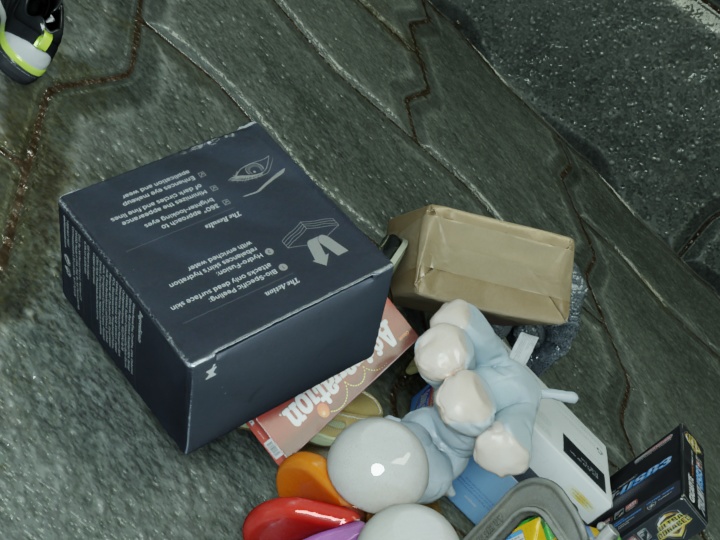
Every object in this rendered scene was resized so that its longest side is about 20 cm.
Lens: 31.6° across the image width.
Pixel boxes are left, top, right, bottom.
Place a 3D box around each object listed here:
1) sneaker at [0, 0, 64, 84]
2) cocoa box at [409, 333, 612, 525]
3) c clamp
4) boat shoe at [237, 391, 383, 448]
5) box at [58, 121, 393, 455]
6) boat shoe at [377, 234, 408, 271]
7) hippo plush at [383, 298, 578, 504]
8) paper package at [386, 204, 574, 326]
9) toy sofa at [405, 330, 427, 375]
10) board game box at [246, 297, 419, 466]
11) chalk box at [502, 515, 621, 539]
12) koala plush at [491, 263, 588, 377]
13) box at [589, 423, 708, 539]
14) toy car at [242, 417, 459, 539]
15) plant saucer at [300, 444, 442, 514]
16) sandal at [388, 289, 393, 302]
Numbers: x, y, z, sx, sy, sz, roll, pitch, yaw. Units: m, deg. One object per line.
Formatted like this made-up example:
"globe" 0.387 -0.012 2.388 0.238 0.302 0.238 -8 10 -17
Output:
"sneaker" -0.326 -0.265 1.299 0.071 0.083 0.201 33 26 -36
"cocoa box" 0.160 0.197 1.392 0.200 0.131 0.134 45 20 -10
"c clamp" 0.147 0.276 1.121 0.027 0.200 0.172 27 25 -43
"boat shoe" -0.048 0.110 1.152 0.198 0.077 0.072 12 26 -42
"box" -0.113 0.008 1.034 0.195 0.118 0.200 -25 56 -31
"boat shoe" 0.000 0.000 1.348 0.067 0.072 0.200 33 28 5
"hippo plush" 0.078 0.130 1.199 0.160 0.160 0.200 54 28 0
"paper package" 0.129 0.000 1.475 0.188 0.105 0.200 13 -6 -13
"toy sofa" 0.160 0.139 1.510 0.200 0.083 0.098 45 58 -11
"board game box" -0.038 0.073 1.121 0.103 0.019 0.200 51 48 -1
"chalk box" 0.194 0.325 1.223 0.199 0.124 0.125 24 42 -48
"koala plush" 0.175 0.050 1.656 0.198 0.184 0.179 -1 63 -38
"box" 0.298 0.279 1.428 0.050 0.200 0.199 48 21 -4
"toy car" -0.016 0.225 0.993 0.148 0.176 0.201 -3 45 -19
"plant saucer" 0.020 0.213 1.218 0.200 0.035 0.201 40 22 -20
"sandal" -0.005 0.030 1.467 0.055 0.081 0.201 60 3 -35
